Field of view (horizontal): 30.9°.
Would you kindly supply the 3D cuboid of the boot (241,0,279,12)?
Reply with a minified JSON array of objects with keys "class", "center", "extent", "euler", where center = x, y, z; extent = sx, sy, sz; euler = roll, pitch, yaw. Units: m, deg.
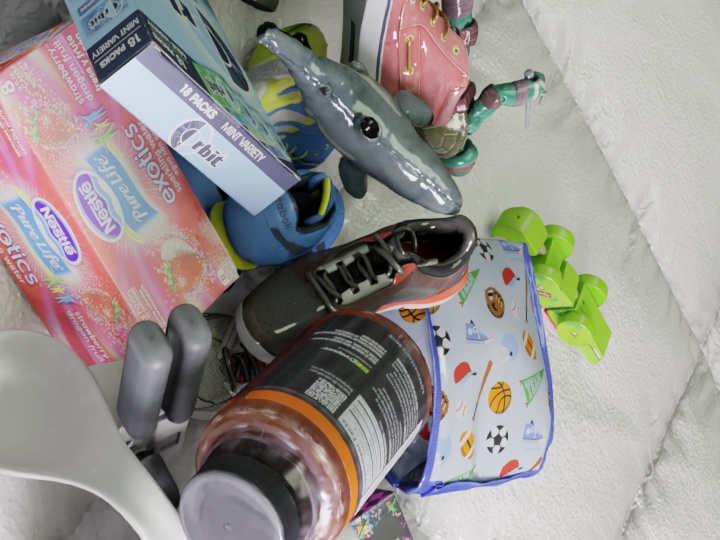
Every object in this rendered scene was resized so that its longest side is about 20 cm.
[{"class":"boot","center":[-0.107,-0.300,0.920],"extent":[0.202,0.074,0.155],"euler":[34,94,-11]}]

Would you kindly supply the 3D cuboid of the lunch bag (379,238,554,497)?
[{"class":"lunch bag","center":[0.073,0.082,1.087],"extent":[0.168,0.123,0.203],"euler":[1,72,-46]}]

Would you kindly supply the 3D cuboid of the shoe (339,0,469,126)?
[{"class":"shoe","center":[0.037,-0.193,0.989],"extent":[0.089,0.202,0.072],"euler":[-6,41,-14]}]

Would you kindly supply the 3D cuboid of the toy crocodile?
[{"class":"toy crocodile","center":[0.194,0.018,1.290],"extent":[0.200,0.061,0.068],"euler":[51,49,-35]}]

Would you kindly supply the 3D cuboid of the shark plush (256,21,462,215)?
[{"class":"shark plush","center":[0.005,-0.118,0.938],"extent":[0.090,0.083,0.201],"euler":[-36,127,-1]}]

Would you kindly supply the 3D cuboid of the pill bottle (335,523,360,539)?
[{"class":"pill bottle","center":[-0.095,0.228,0.836],"extent":[0.198,0.115,0.118],"euler":[-25,101,-29]}]

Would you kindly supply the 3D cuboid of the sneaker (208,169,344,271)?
[{"class":"sneaker","center":[-0.039,-0.043,0.988],"extent":[0.067,0.077,0.200],"euler":[69,21,1]}]

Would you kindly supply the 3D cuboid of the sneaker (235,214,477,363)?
[{"class":"sneaker","center":[0.000,0.000,0.940],"extent":[0.198,0.082,0.078],"euler":[-24,71,-27]}]

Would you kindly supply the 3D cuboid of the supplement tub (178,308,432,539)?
[{"class":"supplement tub","center":[-0.035,0.109,0.821],"extent":[0.200,0.106,0.108],"euler":[-41,113,-56]}]

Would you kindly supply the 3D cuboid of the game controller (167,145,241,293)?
[{"class":"game controller","center":[-0.135,-0.081,0.929],"extent":[0.105,0.042,0.202],"euler":[-86,151,-71]}]

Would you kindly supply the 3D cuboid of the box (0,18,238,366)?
[{"class":"box","center":[-0.181,-0.047,0.844],"extent":[0.095,0.102,0.202],"euler":[-47,117,-42]}]

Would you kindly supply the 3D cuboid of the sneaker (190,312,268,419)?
[{"class":"sneaker","center":[-0.065,0.063,0.965],"extent":[0.198,0.081,0.079],"euler":[-6,87,-48]}]

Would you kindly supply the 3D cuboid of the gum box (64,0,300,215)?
[{"class":"gum box","center":[-0.130,-0.152,0.837],"extent":[0.170,0.044,0.201],"euler":[42,16,-54]}]

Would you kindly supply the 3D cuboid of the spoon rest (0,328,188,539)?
[{"class":"spoon rest","center":[-0.175,0.110,0.788],"extent":[0.199,0.061,0.099],"euler":[40,54,11]}]

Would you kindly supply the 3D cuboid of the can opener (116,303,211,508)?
[{"class":"can opener","center":[-0.121,0.098,0.825],"extent":[0.053,0.201,0.067],"euler":[-22,68,-25]}]

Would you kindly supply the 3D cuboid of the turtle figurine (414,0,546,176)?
[{"class":"turtle figurine","center":[0.081,-0.156,1.110],"extent":[0.101,0.148,0.203],"euler":[-50,136,-46]}]

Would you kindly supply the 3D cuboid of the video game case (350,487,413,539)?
[{"class":"video game case","center":[-0.023,0.291,0.963],"extent":[0.199,0.036,0.184],"euler":[-30,105,-30]}]

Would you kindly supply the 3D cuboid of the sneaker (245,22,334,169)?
[{"class":"sneaker","center":[-0.058,-0.113,0.998],"extent":[0.106,0.075,0.201],"euler":[67,30,-23]}]
